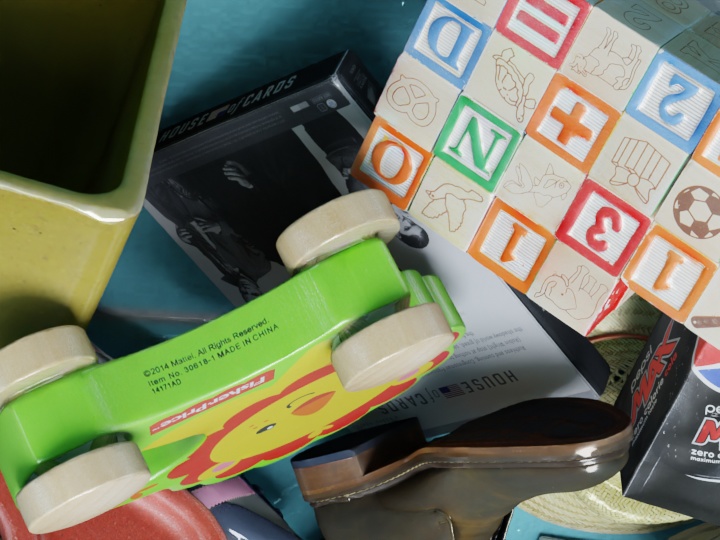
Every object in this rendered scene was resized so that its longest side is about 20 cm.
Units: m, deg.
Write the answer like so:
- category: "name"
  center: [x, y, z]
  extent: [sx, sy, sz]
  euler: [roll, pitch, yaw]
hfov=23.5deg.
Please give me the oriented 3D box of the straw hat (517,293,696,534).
- category: "straw hat"
  center: [0.134, 0.079, 0.842]
  extent: [0.200, 0.085, 0.202]
  euler: [0, 120, -1]

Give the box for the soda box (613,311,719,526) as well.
- category: "soda box"
  center: [0.173, 0.011, 0.716]
  extent: [0.063, 0.071, 0.200]
  euler: [17, 121, -6]

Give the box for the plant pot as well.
- category: "plant pot"
  center: [-0.193, -0.035, 0.720]
  extent: [0.195, 0.194, 0.200]
  euler: [14, 130, -9]

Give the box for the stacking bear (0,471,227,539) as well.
- category: "stacking bear"
  center: [-0.135, 0.180, 0.813]
  extent: [0.113, 0.122, 0.200]
  euler: [9, 145, -16]

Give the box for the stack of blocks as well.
- category: "stack of blocks"
  center: [0.108, -0.035, 0.646]
  extent: [0.200, 0.059, 0.115]
  euler: [35, 124, 14]

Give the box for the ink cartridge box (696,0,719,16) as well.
- category: "ink cartridge box"
  center: [0.158, -0.089, 0.745]
  extent: [0.199, 0.083, 0.147]
  euler: [-14, 120, 7]

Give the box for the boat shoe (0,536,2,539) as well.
- category: "boat shoe"
  center: [-0.190, 0.146, 0.885]
  extent: [0.072, 0.072, 0.200]
  euler: [-35, 115, 18]

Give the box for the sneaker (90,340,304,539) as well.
- category: "sneaker"
  center: [-0.084, 0.091, 0.841]
  extent: [0.200, 0.082, 0.070]
  euler: [36, 148, -15]

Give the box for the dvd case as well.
- category: "dvd case"
  center: [0.000, 0.000, 0.792]
  extent: [0.150, 0.025, 0.200]
  euler: [-17, 124, 42]

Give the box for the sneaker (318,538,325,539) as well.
- category: "sneaker"
  center: [0.000, 0.185, 0.917]
  extent: [0.080, 0.071, 0.201]
  euler: [8, 115, 0]

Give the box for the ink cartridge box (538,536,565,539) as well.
- category: "ink cartridge box"
  center: [0.114, 0.264, 0.916]
  extent: [0.084, 0.144, 0.200]
  euler: [12, 119, -8]

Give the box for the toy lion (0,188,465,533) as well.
- category: "toy lion"
  center: [-0.048, 0.050, 0.704]
  extent: [0.200, 0.069, 0.192]
  euler: [-24, 165, -13]

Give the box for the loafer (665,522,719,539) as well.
- category: "loafer"
  center: [0.219, 0.134, 0.816]
  extent: [0.200, 0.070, 0.070]
  euler: [-34, 104, 30]

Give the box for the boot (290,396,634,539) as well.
- category: "boot"
  center: [0.055, 0.115, 0.783]
  extent: [0.200, 0.075, 0.097]
  euler: [-13, 95, 50]
